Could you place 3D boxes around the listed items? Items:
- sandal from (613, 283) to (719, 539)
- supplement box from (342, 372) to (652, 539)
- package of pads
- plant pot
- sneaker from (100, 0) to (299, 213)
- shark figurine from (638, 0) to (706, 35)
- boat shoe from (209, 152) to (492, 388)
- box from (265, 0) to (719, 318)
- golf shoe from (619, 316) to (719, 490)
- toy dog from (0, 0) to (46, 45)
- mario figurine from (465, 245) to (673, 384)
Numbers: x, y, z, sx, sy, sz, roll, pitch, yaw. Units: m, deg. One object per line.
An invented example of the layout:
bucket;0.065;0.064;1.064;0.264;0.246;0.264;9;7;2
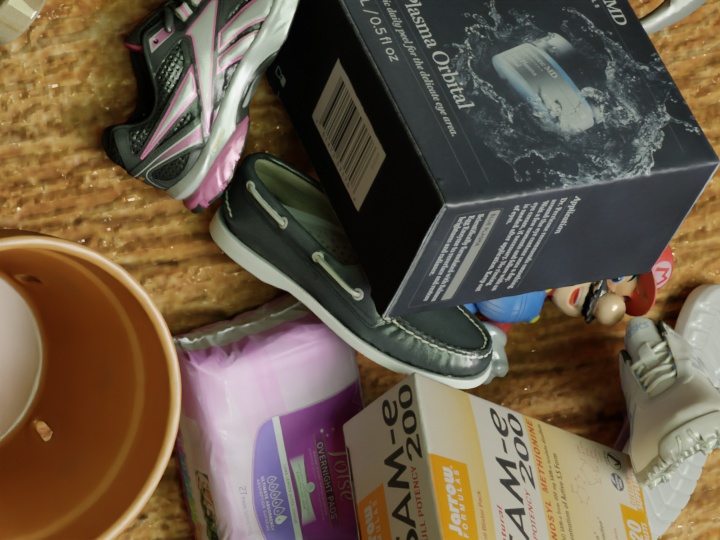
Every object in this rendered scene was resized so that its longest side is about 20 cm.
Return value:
sandal;0.207;0.103;1.863;0.082;0.050;0.203;44;66;-43
supplement box;0.091;0.156;1.662;0.200;0.126;0.073;21;135;-37
package of pads;-0.052;0.120;1.710;0.120;0.076;0.201;-19;109;-23
plant pot;-0.222;0.068;1.573;0.199;0.140;0.201;-6;103;-27
sneaker;-0.095;-0.141;1.635;0.086;0.080;0.201;21;84;-16
shark figurine;0.218;-0.215;1.786;0.128;0.090;0.215;21;81;4
boat shoe;0.000;0.000;1.660;0.200;0.076;0.060;30;123;5
box;0.077;-0.094;1.648;0.199;0.197;0.118;-9;148;-29
golf shoe;0.190;0.079;1.722;0.078;0.200;0.097;-30;90;5
toy dog;-0.209;-0.219;1.564;0.200;0.096;0.132;-45;115;-29
mario figurine;0.117;0.014;1.754;0.199;0.123;0.106;-10;88;-21
